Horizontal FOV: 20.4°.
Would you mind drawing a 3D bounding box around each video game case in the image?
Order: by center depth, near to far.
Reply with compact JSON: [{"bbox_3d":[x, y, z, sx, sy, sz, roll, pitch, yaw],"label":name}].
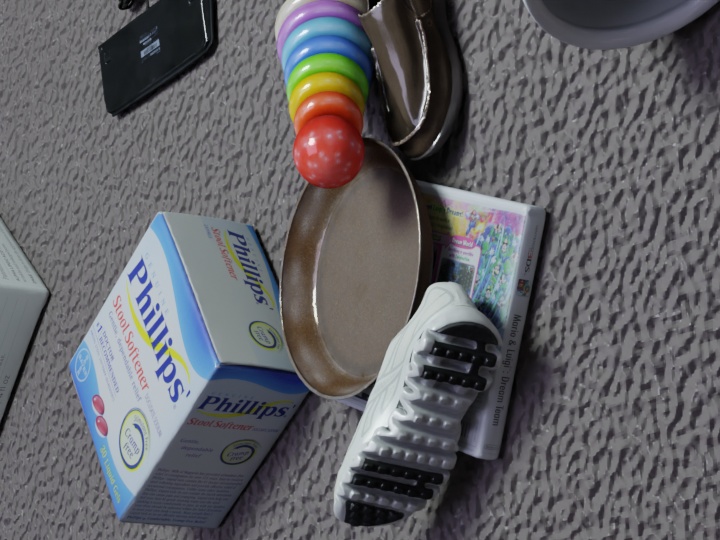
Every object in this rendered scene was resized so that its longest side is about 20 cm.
[{"bbox_3d":[0.055,0.029,1.499,0.199,0.024,0.184,16,96,56],"label":"video game case"}]

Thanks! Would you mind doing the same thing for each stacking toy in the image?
[{"bbox_3d":[-0.025,-0.134,1.546,0.086,0.085,0.201,-53,25,35],"label":"stacking toy"}]

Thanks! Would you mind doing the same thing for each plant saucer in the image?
[{"bbox_3d":[0.000,0.000,1.539,0.200,0.032,0.202,-19,66,53],"label":"plant saucer"}]

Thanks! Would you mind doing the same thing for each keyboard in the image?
[{"bbox_3d":[-0.198,-0.236,1.924,0.199,0.020,0.128,-24,70,50],"label":"keyboard"}]

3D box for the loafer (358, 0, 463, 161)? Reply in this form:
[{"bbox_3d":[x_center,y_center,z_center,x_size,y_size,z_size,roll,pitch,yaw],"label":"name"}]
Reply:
[{"bbox_3d":[0.027,-0.180,1.541,0.073,0.070,0.202,-30,59,49],"label":"loafer"}]

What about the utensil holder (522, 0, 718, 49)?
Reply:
[{"bbox_3d":[0.152,-0.274,1.302,0.170,0.169,0.201,-53,41,35],"label":"utensil holder"}]

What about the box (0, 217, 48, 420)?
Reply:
[{"bbox_3d":[-0.447,0.051,2.125,0.200,0.130,0.200,48,122,48],"label":"box"}]

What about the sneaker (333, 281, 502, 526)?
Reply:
[{"bbox_3d":[0.037,0.098,1.438,0.201,0.075,0.081,-61,25,24],"label":"sneaker"}]

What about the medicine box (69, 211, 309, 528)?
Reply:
[{"bbox_3d":[-0.147,0.086,1.710,0.201,0.102,0.183,-57,42,33],"label":"medicine box"}]
